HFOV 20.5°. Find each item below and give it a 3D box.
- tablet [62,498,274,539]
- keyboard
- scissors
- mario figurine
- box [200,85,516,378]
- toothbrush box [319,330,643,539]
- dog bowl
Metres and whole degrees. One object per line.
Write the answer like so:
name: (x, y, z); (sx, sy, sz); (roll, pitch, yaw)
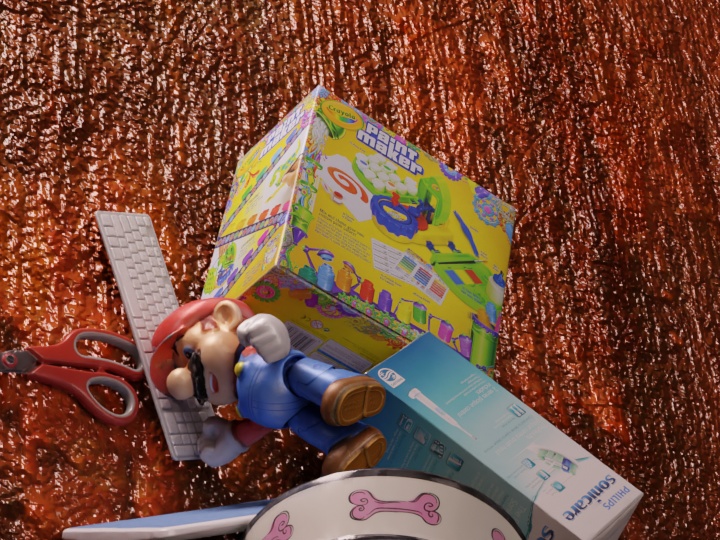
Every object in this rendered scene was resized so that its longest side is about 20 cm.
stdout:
tablet: (-0.089, 0.171, 1.367); (0.200, 0.130, 0.014); (-3, 86, -40)
keyboard: (-0.148, 0.047, 1.468); (0.056, 0.011, 0.200); (7, 58, -56)
scissors: (-0.238, 0.060, 1.397); (0.200, 0.014, 0.073); (17, 56, -29)
mario figurine: (-0.081, 0.087, 1.380); (0.106, 0.200, 0.124); (20, 93, -50)
box: (0.000, 0.000, 1.543); (0.200, 0.122, 0.193); (31, 46, -20)
toothbrush box: (0.079, 0.165, 1.421); (0.200, 0.146, 0.085); (37, 39, 20)
dog bowl: (0.014, 0.223, 1.294); (0.200, 0.200, 0.074); (31, 34, -21)
